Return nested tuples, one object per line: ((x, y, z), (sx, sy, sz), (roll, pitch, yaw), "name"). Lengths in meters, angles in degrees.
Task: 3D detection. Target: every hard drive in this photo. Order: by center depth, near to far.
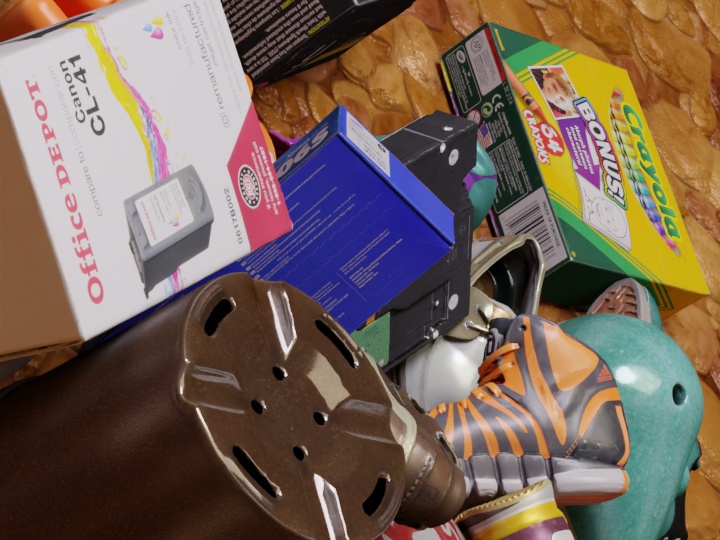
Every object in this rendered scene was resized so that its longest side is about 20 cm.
((0.000, 0.000, 1.596), (0.200, 0.038, 0.140), (-34, 133, -46), "hard drive")

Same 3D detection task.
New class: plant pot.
((-0.096, 0.111, 1.335), (0.200, 0.198, 0.201), (33, 39, -32), "plant pot")

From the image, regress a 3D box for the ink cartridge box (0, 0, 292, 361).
((-0.135, -0.053, 1.338), (0.200, 0.085, 0.148), (-32, 108, -57), "ink cartridge box")

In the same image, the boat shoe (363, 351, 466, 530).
((0.011, 0.100, 1.461), (0.075, 0.075, 0.202), (31, 7, -14), "boat shoe")

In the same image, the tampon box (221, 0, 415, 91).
((-0.060, -0.238, 1.743), (0.200, 0.126, 0.150), (59, 34, 3), "tampon box")

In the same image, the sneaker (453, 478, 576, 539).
((0.092, 0.186, 1.561), (0.200, 0.075, 0.090), (82, -13, -76), "sneaker")

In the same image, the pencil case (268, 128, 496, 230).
((0.001, -0.050, 1.688), (0.085, 0.093, 0.200), (27, 22, 29), "pencil case")

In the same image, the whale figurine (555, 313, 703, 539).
((0.166, 0.124, 1.679), (0.159, 0.104, 0.201), (14, 66, -43), "whale figurine")

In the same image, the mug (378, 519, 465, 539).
((0.029, 0.245, 1.448), (0.133, 0.178, 0.200), (2, 41, -29), "mug")

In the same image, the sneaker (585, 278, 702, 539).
((0.192, 0.103, 1.828), (0.080, 0.071, 0.201), (31, 49, -34), "sneaker")

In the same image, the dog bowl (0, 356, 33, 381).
((-0.222, -0.026, 1.346), (0.200, 0.059, 0.201), (8, 80, -53), "dog bowl")

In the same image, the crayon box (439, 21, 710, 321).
((0.157, -0.069, 1.934), (0.172, 0.058, 0.201), (11, 53, -47), "crayon box")

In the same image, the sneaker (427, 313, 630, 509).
((0.063, 0.085, 1.600), (0.199, 0.078, 0.112), (1, 76, -16), "sneaker")

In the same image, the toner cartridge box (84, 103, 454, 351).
((-0.051, 0.008, 1.474), (0.095, 0.200, 0.043), (44, 20, -17), "toner cartridge box")

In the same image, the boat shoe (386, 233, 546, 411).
((0.071, 0.043, 1.720), (0.075, 0.068, 0.200), (44, 36, -22), "boat shoe")

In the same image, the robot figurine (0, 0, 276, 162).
((-0.127, -0.083, 1.534), (0.200, 0.117, 0.144), (50, 9, -9), "robot figurine")
